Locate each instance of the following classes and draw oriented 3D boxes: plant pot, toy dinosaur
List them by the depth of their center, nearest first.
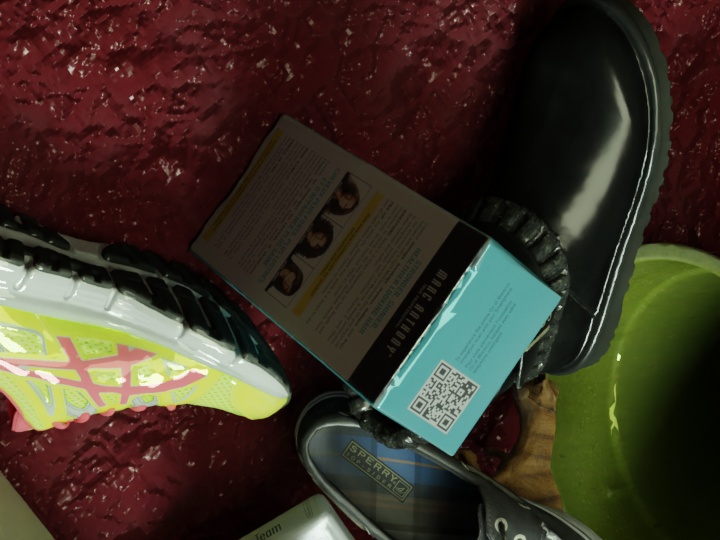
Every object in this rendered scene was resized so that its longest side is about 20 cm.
[{"bbox_3d":[0.087,0.151,0.977,0.105,0.060,0.202,-14,79,17],"label":"toy dinosaur"},{"bbox_3d":[0.227,0.077,1.011,0.189,0.199,0.202,-7,113,-40],"label":"plant pot"}]

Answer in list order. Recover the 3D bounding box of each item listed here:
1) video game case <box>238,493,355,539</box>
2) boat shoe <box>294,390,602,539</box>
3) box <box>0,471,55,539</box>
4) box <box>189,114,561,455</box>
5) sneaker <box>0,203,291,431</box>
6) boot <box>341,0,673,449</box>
[{"bbox_3d":[-0.050,0.229,0.969,0.181,0.024,0.201,-30,122,3],"label":"video game case"},{"bbox_3d":[0.052,0.128,0.928,0.199,0.066,0.070,38,96,2],"label":"boat shoe"},{"bbox_3d":[-0.148,0.185,0.865,0.068,0.082,0.201,-32,111,5],"label":"box"},{"bbox_3d":[0.000,0.000,0.828,0.049,0.200,0.083,35,91,-33],"label":"box"},{"bbox_3d":[-0.124,0.037,0.857,0.199,0.078,0.091,22,106,-28],"label":"sneaker"},{"bbox_3d":[0.070,-0.024,0.904,0.157,0.079,0.213,-14,117,-45],"label":"boot"}]
